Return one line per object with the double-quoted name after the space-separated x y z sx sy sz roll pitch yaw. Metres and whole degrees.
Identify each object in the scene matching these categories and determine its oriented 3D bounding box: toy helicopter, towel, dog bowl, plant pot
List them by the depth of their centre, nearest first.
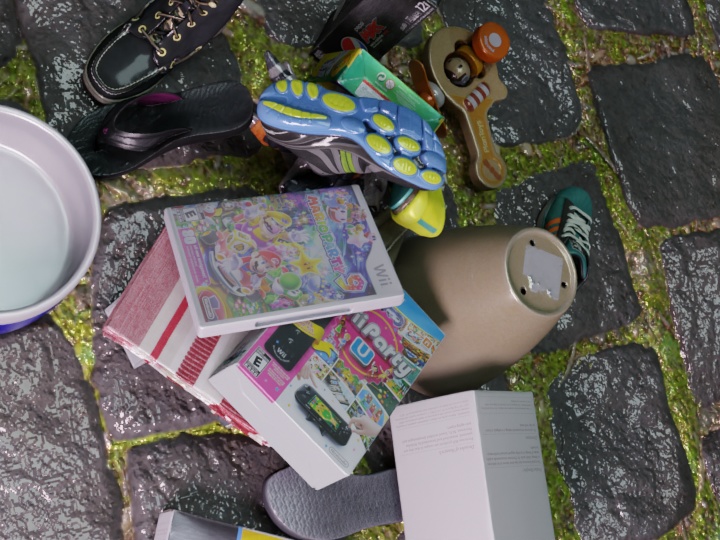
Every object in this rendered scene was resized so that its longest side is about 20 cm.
-0.343 -0.045 1.033 0.198 0.079 0.203 9 70 -27 "dog bowl"
-0.132 0.058 1.075 0.199 0.023 0.145 38 54 -15 "towel"
0.135 0.026 1.212 0.185 0.200 0.190 9 70 -27 "plant pot"
0.124 -0.192 1.346 0.131 0.079 0.203 -13 86 -31 "toy helicopter"

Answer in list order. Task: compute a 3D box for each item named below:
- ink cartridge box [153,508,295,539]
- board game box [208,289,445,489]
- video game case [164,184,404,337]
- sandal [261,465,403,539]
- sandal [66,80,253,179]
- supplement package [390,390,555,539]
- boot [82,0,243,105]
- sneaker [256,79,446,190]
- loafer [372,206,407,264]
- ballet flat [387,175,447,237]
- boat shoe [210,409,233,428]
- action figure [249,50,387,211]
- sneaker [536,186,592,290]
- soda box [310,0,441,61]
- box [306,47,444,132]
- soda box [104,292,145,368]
-0.115 0.347 1.066 0.196 0.047 0.202 20 64 -24 "ink cartridge box"
-0.027 0.083 1.083 0.148 0.064 0.200 46 50 -8 "board game box"
-0.073 -0.014 1.064 0.197 0.018 0.144 -8 54 -20 "video game case"
-0.020 0.238 1.157 0.198 0.043 0.077 10 69 -38 "sandal"
-0.205 -0.152 1.129 0.198 0.048 0.076 -20 70 -11 "sandal"
0.118 0.233 1.172 0.116 0.116 0.203 9 69 -49 "supplement package"
-0.185 -0.259 1.143 0.074 0.153 0.203 50 58 -7 "boot"
-0.007 -0.130 1.122 0.197 0.083 0.071 19 68 3 "sneaker"
0.000 0.000 1.220 0.200 0.075 0.070 -44 98 -25 "loafer"
0.064 -0.096 1.221 0.067 0.067 0.201 36 25 -18 "ballet flat"
-0.060 0.120 1.153 0.199 0.071 0.063 -23 90 -37 "boat shoe"
-0.054 -0.129 1.188 0.193 0.105 0.200 37 34 4 "action figure"
0.250 -0.023 1.361 0.071 0.080 0.202 32 62 -17 "sneaker"
0.022 -0.285 1.241 0.063 0.200 0.071 34 61 -16 "soda box"
0.008 -0.185 1.221 0.117 0.200 0.049 38 90 -15 "box"
-0.150 0.021 1.132 0.199 0.063 0.069 -28 89 -33 "soda box"
